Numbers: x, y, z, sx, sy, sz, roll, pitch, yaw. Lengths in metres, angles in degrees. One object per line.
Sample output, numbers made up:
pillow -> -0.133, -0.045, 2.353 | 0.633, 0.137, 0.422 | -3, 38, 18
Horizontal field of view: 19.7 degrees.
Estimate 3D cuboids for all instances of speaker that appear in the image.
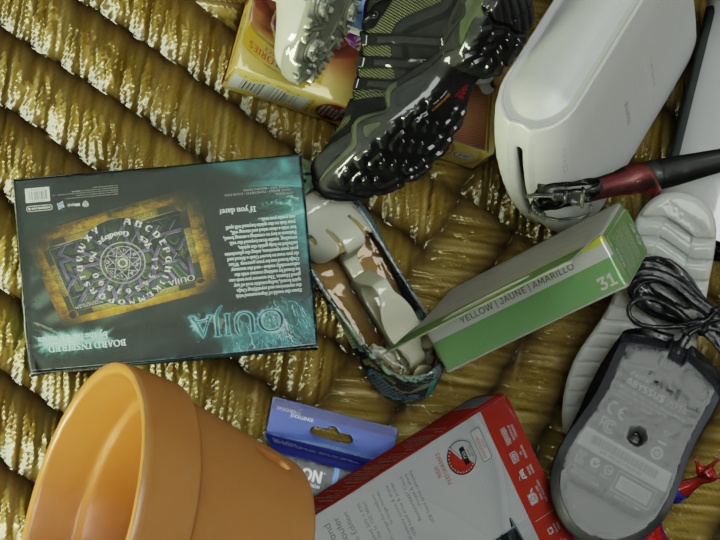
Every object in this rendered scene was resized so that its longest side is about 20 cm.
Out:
speaker -> 0.275, -0.108, 1.536 | 0.081, 0.081, 0.201 | 17, 82, -12

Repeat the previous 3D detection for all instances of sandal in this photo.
sandal -> 0.208, 0.040, 1.499 | 0.082, 0.050, 0.204 | 22, 103, 2

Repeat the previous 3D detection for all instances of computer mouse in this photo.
computer mouse -> 0.203, 0.105, 1.449 | 0.138, 0.053, 0.200 | 34, 80, 3

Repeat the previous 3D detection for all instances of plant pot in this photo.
plant pot -> -0.121, 0.174, 1.337 | 0.139, 0.200, 0.201 | 19, 76, -25

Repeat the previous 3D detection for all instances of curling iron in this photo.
curling iron -> 0.201, -0.061, 1.443 | 0.199, 0.049, 0.026 | -12, 107, -30

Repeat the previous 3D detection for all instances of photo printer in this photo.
photo printer -> 0.165, -0.133, 1.478 | 0.069, 0.167, 0.201 | 25, 71, 23

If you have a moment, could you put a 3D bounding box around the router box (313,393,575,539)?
router box -> 0.064, 0.215, 1.419 | 0.179, 0.049, 0.201 | -30, 99, -27

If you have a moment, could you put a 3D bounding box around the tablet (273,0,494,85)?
tablet -> 0.024, -0.225, 1.462 | 0.199, 0.014, 0.131 | 21, 89, -9

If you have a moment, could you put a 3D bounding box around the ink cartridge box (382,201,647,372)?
ink cartridge box -> 0.108, 0.021, 1.390 | 0.145, 0.200, 0.048 | -27, 95, 20

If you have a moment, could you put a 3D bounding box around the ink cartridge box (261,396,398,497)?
ink cartridge box -> -0.033, 0.192, 1.430 | 0.099, 0.039, 0.201 | 14, 77, -12

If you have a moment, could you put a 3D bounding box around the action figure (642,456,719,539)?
action figure -> 0.232, 0.213, 1.469 | 0.065, 0.099, 0.201 | -23, 84, -37

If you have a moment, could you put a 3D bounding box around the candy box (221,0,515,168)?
candy box -> 0.011, -0.161, 1.494 | 0.199, 0.056, 0.117 | 18, 77, -10

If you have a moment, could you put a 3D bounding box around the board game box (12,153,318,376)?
board game box -> -0.133, -0.003, 1.418 | 0.199, 0.028, 0.136 | -5, 85, -3

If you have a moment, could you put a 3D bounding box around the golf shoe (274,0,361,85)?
golf shoe -> -0.043, -0.230, 1.420 | 0.097, 0.078, 0.201 | 14, 95, 19

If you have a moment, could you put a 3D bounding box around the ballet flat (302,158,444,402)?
ballet flat -> 0.000, 0.000, 1.457 | 0.074, 0.074, 0.200 | -36, 91, -18

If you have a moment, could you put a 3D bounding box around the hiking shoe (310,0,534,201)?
hiking shoe -> 0.030, -0.137, 1.431 | 0.200, 0.076, 0.101 | -47, 55, 13
